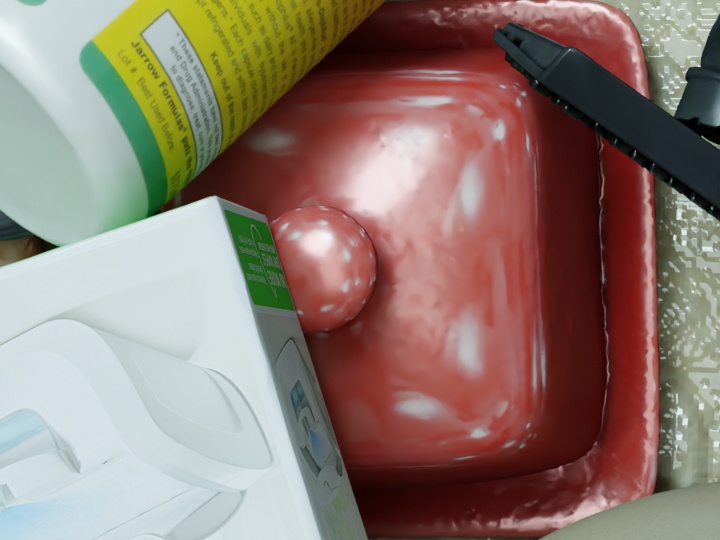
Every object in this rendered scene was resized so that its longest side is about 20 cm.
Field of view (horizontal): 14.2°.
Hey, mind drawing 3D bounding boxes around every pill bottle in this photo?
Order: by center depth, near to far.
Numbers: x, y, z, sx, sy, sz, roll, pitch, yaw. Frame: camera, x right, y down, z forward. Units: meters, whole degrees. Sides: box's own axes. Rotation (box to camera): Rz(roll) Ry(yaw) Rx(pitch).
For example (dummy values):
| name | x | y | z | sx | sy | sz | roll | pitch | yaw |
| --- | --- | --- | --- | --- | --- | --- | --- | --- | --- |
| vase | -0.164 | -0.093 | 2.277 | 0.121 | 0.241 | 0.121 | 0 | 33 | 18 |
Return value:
| name | x | y | z | sx | sy | sz | roll | pitch | yaw |
| --- | --- | --- | --- | --- | --- | --- | --- | --- | --- |
| pill bottle | -0.054 | -0.109 | 0.964 | 0.113 | 0.113 | 0.200 | 40 | 66 | 10 |

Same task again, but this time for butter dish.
| name | x | y | z | sx | sy | sz | roll | pitch | yaw |
| --- | --- | --- | --- | --- | --- | --- | --- | --- | --- |
| butter dish | 0.000 | 0.000 | 1.025 | 0.199 | 0.148 | 0.200 | -1 | 90 | 13 |

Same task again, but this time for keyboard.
| name | x | y | z | sx | sy | sz | roll | pitch | yaw |
| --- | --- | --- | --- | --- | --- | --- | --- | --- | --- |
| keyboard | 0.137 | -0.015 | 0.960 | 0.200 | 0.127 | 0.021 | 33 | 92 | -19 |

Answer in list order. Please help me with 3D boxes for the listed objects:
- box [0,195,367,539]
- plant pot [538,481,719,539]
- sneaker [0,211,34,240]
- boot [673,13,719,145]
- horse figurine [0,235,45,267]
| name | x | y | z | sx | sy | sz | roll | pitch | yaw |
| --- | --- | --- | --- | --- | --- | --- | --- | --- | --- |
| box | -0.104 | 0.092 | 0.920 | 0.200 | 0.097 | 0.177 | -17 | 85 | 7 |
| plant pot | 0.087 | 0.167 | 0.983 | 0.134 | 0.200 | 0.201 | 1 | 91 | 19 |
| sneaker | -0.119 | -0.101 | 1.029 | 0.087 | 0.074 | 0.200 | -5 | 124 | -14 |
| boot | 0.216 | -0.101 | 1.014 | 0.198 | 0.073 | 0.163 | 19 | 89 | 11 |
| horse figurine | -0.149 | 0.035 | 1.112 | 0.132 | 0.050 | 0.200 | -28 | 82 | 16 |
